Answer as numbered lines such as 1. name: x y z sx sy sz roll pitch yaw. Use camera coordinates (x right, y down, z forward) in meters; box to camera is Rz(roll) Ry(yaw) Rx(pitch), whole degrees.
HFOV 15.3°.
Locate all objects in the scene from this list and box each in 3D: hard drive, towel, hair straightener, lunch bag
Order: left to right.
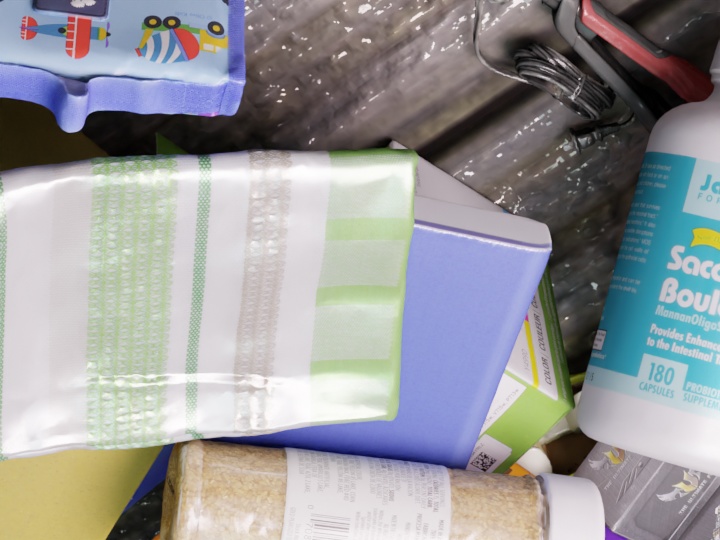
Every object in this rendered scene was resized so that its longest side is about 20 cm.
1. lunch bag: -0.130 -0.121 1.178 0.149 0.201 0.095 6 127 -10
2. towel: -0.075 0.017 1.163 0.199 0.031 0.150 -4 127 -12
3. hard drive: -0.005 0.052 1.244 0.131 0.025 0.201 11 123 -12
4. hair straightener: 0.125 -0.082 1.327 0.199 0.041 0.077 31 119 -31

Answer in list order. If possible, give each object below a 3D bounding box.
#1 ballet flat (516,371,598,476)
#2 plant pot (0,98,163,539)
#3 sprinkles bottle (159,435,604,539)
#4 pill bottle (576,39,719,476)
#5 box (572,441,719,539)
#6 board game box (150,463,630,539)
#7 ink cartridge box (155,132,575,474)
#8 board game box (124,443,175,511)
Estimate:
1. ballet flat: 0.109 0.083 1.431 0.199 0.067 0.067 -24 163 7
2. plant pot: -0.184 0.032 1.280 0.176 0.200 0.200 22 118 -21
3. sprinkles bottle: 0.010 0.119 1.233 0.199 0.068 0.069 7 126 -9
4. pill bottle: 0.178 -0.005 1.277 0.110 0.111 0.201 15 89 -16
5. box: 0.226 0.069 1.396 0.158 0.048 0.201 25 106 -38
6. board game box: 0.001 0.212 1.384 0.199 0.200 0.201 33 130 15
7. ink cartridge box: 0.000 0.000 1.312 0.199 0.148 0.076 32 118 -25
8. board game box: -0.147 0.064 1.422 0.134 0.029 0.200 38 115 -27
